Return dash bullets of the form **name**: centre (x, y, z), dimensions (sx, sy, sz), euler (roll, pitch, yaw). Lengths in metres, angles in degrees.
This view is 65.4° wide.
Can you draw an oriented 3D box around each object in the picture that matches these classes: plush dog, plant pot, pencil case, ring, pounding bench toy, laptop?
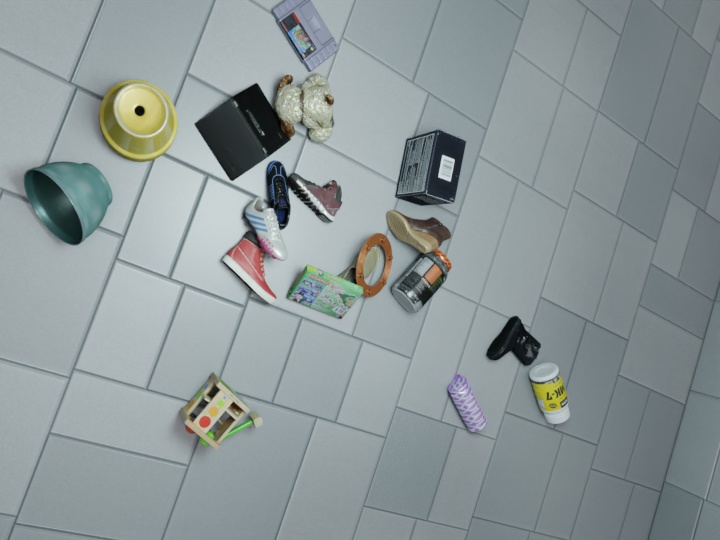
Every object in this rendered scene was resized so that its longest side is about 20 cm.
- **plush dog**: centre (-0.166, -0.481, 1.641), dimensions (0.166, 0.160, 0.207), euler (-4, 96, -9)
- **plant pot**: centre (-0.706, -0.184, 1.393), dimensions (0.134, 0.197, 0.203), euler (-46, 112, -44)
- **plant pot**: centre (-0.564, -0.392, 1.433), dimensions (0.195, 0.188, 0.208), euler (-2, 94, -23)
- **pencil case**: centre (0.382, 0.474, 1.990), dimensions (0.204, 0.082, 0.086), euler (62, 35, -17)
- **ring**: centre (0.049, -0.015, 1.779), dimensions (0.199, 0.019, 0.207), euler (-26, 123, -49)
- **pounding bench toy**: centre (-0.394, 0.427, 1.599), dimensions (0.200, 0.124, 0.157), euler (47, 75, -20)
- **laptop**: centre (-0.337, -0.404, 1.635), dimensions (0.190, 0.114, 0.201), euler (58, 43, -18)

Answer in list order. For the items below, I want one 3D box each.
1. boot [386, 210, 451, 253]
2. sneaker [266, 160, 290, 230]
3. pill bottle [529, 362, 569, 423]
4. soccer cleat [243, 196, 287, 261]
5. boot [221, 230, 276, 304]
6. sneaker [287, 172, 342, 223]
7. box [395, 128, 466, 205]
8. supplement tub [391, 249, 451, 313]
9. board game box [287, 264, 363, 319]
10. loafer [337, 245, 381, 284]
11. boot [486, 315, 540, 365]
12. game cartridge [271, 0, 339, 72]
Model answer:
- **boot**: centre (0.194, -0.145, 1.867), dimensions (0.200, 0.073, 0.165), euler (43, 42, 14)
- **sneaker**: centre (-0.236, -0.223, 1.656), dimensions (0.068, 0.077, 0.207), euler (-6, 96, -24)
- **pill bottle**: centre (0.721, 0.466, 2.128), dimensions (0.112, 0.114, 0.205), euler (-27, 104, -20)
- **soccer cleat**: centre (-0.262, -0.122, 1.602), dimensions (0.086, 0.069, 0.201), euler (-46, 72, 24)
- **boot**: centre (-0.289, -0.013, 1.652), dimensions (0.201, 0.072, 0.145), euler (47, 73, -16)
- **sneaker**: centre (-0.128, -0.250, 1.716), dimensions (0.200, 0.075, 0.117), euler (47, 69, -31)
- **box**: centre (0.223, -0.323, 1.797), dimensions (0.120, 0.197, 0.206), euler (13, 88, -26)
- **supplement tub**: centre (0.204, 0.030, 1.854), dimensions (0.200, 0.122, 0.123), euler (-45, 110, -16)
- **board game box**: centre (-0.108, 0.068, 1.715), dimensions (0.196, 0.030, 0.135), euler (23, 127, -24)
- **loafer**: centre (0.000, 0.000, 1.786), dimensions (0.200, 0.068, 0.076), euler (-45, 110, -16)
- **boot**: centre (0.571, 0.295, 2.066), dimensions (0.169, 0.076, 0.201), euler (48, 68, -16)
- **game cartridge**: centre (-0.164, -0.719, 1.684), dimensions (0.129, 0.038, 0.202), euler (-43, 109, -21)
